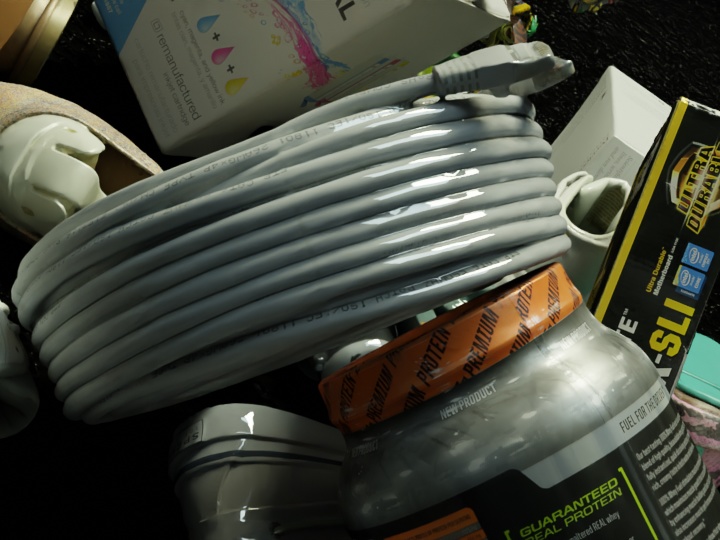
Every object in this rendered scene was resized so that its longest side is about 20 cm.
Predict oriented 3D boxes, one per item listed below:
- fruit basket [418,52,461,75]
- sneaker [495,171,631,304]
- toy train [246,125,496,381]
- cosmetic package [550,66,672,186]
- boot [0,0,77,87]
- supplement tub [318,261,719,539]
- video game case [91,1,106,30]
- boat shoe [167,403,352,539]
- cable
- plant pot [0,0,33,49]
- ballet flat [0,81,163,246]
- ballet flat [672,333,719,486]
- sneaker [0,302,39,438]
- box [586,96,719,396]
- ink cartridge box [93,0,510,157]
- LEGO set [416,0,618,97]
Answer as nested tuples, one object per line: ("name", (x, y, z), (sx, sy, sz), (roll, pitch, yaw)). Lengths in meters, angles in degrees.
("fruit basket", (-0.006, -0.113, 0.967), (0.185, 0.094, 0.201), (28, 40, -17))
("sneaker", (0.145, -0.005, 0.902), (0.074, 0.116, 0.200), (39, 22, 14))
("toy train", (0.000, 0.000, 0.747), (0.113, 0.085, 0.200), (7, 37, -25))
("cosmetic package", (0.189, -0.068, 1.087), (0.081, 0.113, 0.200), (34, 21, -4))
("boot", (-0.254, -0.177, 0.755), (0.199, 0.066, 0.175), (25, 13, -25))
("supplement tub", (0.071, 0.107, 0.498), (0.201, 0.122, 0.122), (64, 26, 0))
("video game case", (-0.066, -0.223, 0.959), (0.023, 0.181, 0.200), (62, 21, -12))
("boat shoe", (0.011, 0.109, 0.581), (0.199, 0.074, 0.067), (14, 51, -31))
("cable", (-0.022, -0.004, 0.519), (0.200, 0.199, 0.070), (138, -69, -78))
("plant pot", (-0.221, -0.162, 0.614), (0.140, 0.200, 0.200), (27, 23, -42))
("ballet flat", (-0.107, -0.026, 0.638), (0.199, 0.068, 0.067), (30, -6, -6))
("ballet flat", (0.186, 0.085, 0.830), (0.069, 0.071, 0.200), (26, 12, 7))
("sneaker", (-0.158, 0.018, 0.513), (0.099, 0.078, 0.200), (35, 30, -21))
("box", (0.139, 0.014, 0.711), (0.049, 0.160, 0.200), (23, -2, 8))
("ink cartridge box", (-0.025, -0.162, 0.775), (0.129, 0.199, 0.125), (65, 23, 8))
("LEGO set", (0.095, -0.169, 0.907), (0.116, 0.154, 0.200), (37, 28, 22))
